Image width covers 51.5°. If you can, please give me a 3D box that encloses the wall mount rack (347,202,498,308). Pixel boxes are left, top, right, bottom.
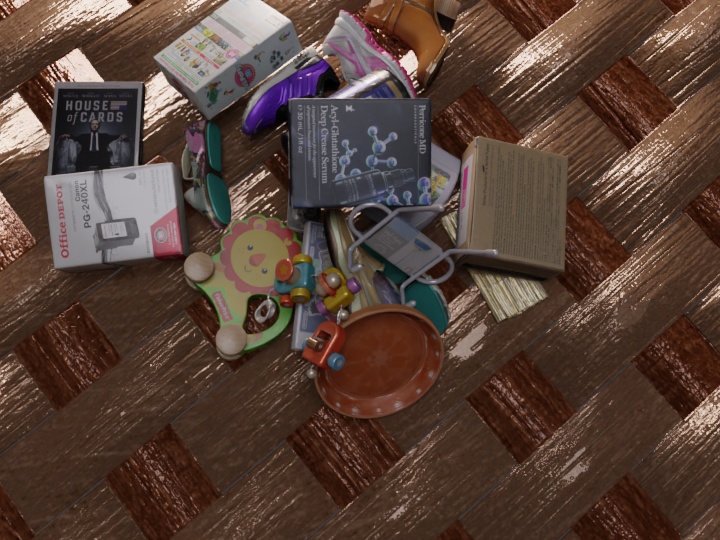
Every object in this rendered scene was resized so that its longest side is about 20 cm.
[{"bbox_3d":[0.083,-0.030,1.039,0.173,0.200,0.075,-37,37,28],"label":"wall mount rack"}]

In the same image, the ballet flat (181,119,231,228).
[{"bbox_3d":[-0.256,-0.151,1.217,0.071,0.069,0.201,-18,69,19],"label":"ballet flat"}]

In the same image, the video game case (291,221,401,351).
[{"bbox_3d":[-0.010,0.036,1.166,0.181,0.023,0.202,10,75,-21],"label":"video game case"}]

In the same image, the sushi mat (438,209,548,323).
[{"bbox_3d":[0.218,-0.020,1.223,0.095,0.012,0.201,-27,79,-9],"label":"sushi mat"}]

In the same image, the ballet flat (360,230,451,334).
[{"bbox_3d":[0.079,0.008,1.165,0.072,0.072,0.200,-40,98,-11],"label":"ballet flat"}]

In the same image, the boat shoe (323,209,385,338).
[{"bbox_3d":[0.000,0.000,1.122,0.076,0.072,0.201,-16,96,-4],"label":"boat shoe"}]

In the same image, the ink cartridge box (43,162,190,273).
[{"bbox_3d":[-0.379,-0.081,1.169,0.198,0.083,0.146,-7,89,-4],"label":"ink cartridge box"}]

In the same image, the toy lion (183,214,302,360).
[{"bbox_3d":[-0.168,0.017,1.181,0.191,0.069,0.201,-23,78,-15],"label":"toy lion"}]

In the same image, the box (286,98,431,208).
[{"bbox_3d":[-0.004,-0.165,1.066,0.198,0.107,0.150,-2,97,-7],"label":"box"}]

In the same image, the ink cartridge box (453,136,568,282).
[{"bbox_3d":[0.241,-0.096,1.193,0.164,0.075,0.201,11,73,-10],"label":"ink cartridge box"}]

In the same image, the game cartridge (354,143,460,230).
[{"bbox_3d":[0.080,-0.142,1.197,0.133,0.041,0.200,34,52,2],"label":"game cartridge"}]

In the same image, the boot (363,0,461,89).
[{"bbox_3d":[0.078,-0.409,1.281,0.154,0.074,0.201,18,62,-3],"label":"boot"}]

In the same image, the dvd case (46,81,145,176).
[{"bbox_3d":[-0.439,-0.219,1.243,0.149,0.025,0.202,-1,77,-3],"label":"dvd case"}]

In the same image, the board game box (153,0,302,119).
[{"bbox_3d":[-0.220,-0.360,1.238,0.200,0.064,0.147,-40,54,-12],"label":"board game box"}]

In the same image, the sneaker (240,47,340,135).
[{"bbox_3d":[-0.108,-0.280,1.236,0.099,0.070,0.200,42,68,1],"label":"sneaker"}]

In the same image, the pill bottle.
[{"bbox_3d":[-0.021,-0.225,1.175,0.199,0.112,0.112,-33,79,-14],"label":"pill bottle"}]

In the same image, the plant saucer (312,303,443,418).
[{"bbox_3d":[0.026,0.134,1.110,0.199,0.201,0.032,-17,35,-6],"label":"plant saucer"}]

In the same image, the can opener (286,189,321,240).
[{"bbox_3d":[-0.089,-0.143,1.229,0.053,0.067,0.201,2,63,-1],"label":"can opener"}]

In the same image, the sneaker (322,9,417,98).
[{"bbox_3d":[0.015,-0.340,1.266,0.200,0.081,0.088,46,106,-1],"label":"sneaker"}]

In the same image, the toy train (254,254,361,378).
[{"bbox_3d":[-0.082,0.052,1.060,0.200,0.056,0.151,29,84,41],"label":"toy train"}]
